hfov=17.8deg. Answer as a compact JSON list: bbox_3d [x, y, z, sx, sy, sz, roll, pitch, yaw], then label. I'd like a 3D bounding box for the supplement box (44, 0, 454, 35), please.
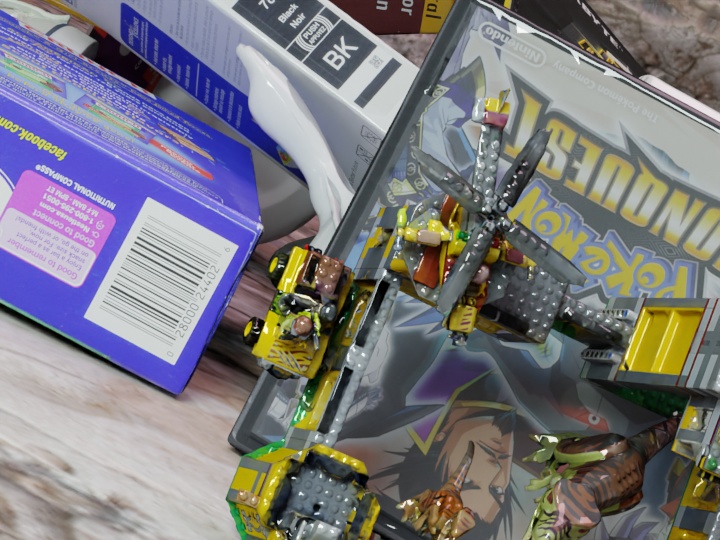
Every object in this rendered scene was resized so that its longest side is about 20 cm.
[{"bbox_3d":[-0.056,-0.226,1.142,0.199,0.199,0.132,-6,22,-37],"label":"supplement box"}]

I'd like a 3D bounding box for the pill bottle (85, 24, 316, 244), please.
[{"bbox_3d":[-0.086,-0.094,1.232,0.112,0.113,0.200,23,10,-28],"label":"pill bottle"}]

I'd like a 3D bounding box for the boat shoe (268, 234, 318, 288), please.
[{"bbox_3d":[0.038,-0.002,1.057,0.199,0.073,0.065,-9,59,-53],"label":"boat shoe"}]

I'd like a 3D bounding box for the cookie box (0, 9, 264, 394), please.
[{"bbox_3d":[-0.127,-0.042,0.918,0.170,0.076,0.200,28,9,-8],"label":"cookie box"}]

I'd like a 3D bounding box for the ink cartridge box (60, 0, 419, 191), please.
[{"bbox_3d":[-0.046,-0.094,0.973,0.199,0.039,0.100,37,-21,7],"label":"ink cartridge box"}]

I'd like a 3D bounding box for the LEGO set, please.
[{"bbox_3d":[0.065,0.057,0.686,0.199,0.154,0.116,33,-10,-15],"label":"LEGO set"}]

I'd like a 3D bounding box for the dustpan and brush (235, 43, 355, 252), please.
[{"bbox_3d":[0.000,0.000,0.912,0.200,0.057,0.140,49,11,8],"label":"dustpan and brush"}]

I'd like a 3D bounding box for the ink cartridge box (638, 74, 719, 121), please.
[{"bbox_3d":[0.150,0.032,0.998,0.146,0.083,0.201,30,-30,14],"label":"ink cartridge box"}]

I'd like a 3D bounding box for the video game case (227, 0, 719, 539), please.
[{"bbox_3d":[0.080,0.029,0.793,0.199,0.182,0.025,29,6,10],"label":"video game case"}]

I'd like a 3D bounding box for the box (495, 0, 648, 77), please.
[{"bbox_3d":[0.124,-0.060,1.137,0.200,0.049,0.160,47,23,-14],"label":"box"}]

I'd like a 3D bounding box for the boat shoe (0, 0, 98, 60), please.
[{"bbox_3d":[-0.180,-0.105,1.136,0.086,0.075,0.202,27,6,-8],"label":"boat shoe"}]
